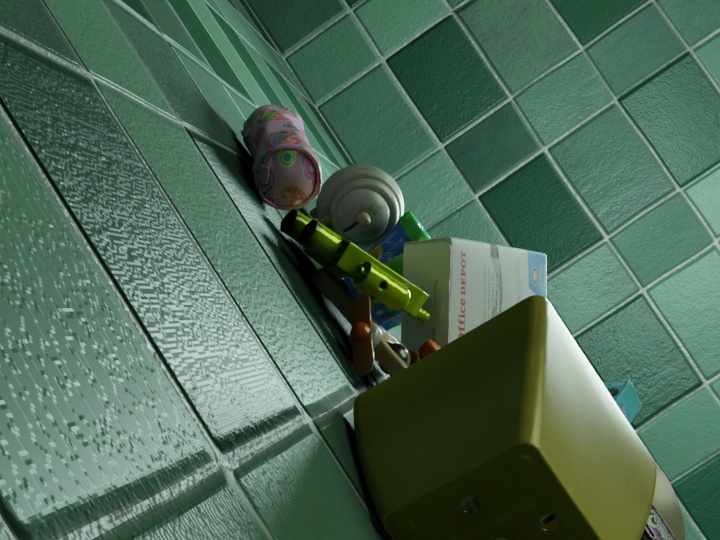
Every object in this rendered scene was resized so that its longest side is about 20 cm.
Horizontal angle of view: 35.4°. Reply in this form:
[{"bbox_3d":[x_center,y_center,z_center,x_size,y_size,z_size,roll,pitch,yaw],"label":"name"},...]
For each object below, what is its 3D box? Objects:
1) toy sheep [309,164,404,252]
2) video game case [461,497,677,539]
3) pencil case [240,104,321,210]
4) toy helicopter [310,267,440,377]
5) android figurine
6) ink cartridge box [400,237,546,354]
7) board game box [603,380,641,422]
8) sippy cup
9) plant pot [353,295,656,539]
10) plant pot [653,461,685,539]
[{"bbox_3d":[-0.002,-0.085,1.592,0.138,0.138,0.200,54,6,-18],"label":"toy sheep"},{"bbox_3d":[0.190,0.253,1.067,0.036,0.200,0.182,-6,56,-45],"label":"video game case"},{"bbox_3d":[-0.100,-0.142,1.382,0.088,0.087,0.200,53,6,-26],"label":"pencil case"},{"bbox_3d":[0.007,0.067,1.238,0.200,0.079,0.132,47,10,27],"label":"toy helicopter"},{"bbox_3d":[0.000,0.000,1.304,0.200,0.041,0.182,36,-3,-30],"label":"android figurine"},{"bbox_3d":[0.146,0.042,1.428,0.200,0.084,0.145,8,81,-45],"label":"ink cartridge box"},{"bbox_3d":[0.270,0.228,1.521,0.200,0.151,0.047,-43,112,-44],"label":"board game box"},{"bbox_3d":[0.053,0.011,1.526,0.178,0.130,0.140,50,7,-46],"label":"sippy cup"},{"bbox_3d":[0.114,0.174,0.911,0.200,0.200,0.176,55,17,-12],"label":"plant pot"},{"bbox_3d":[0.238,0.291,1.251,0.134,0.201,0.201,-8,55,-38],"label":"plant pot"}]
